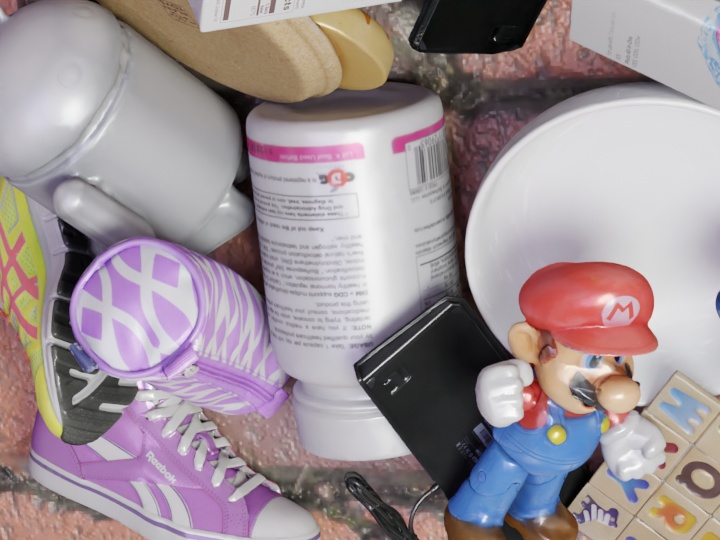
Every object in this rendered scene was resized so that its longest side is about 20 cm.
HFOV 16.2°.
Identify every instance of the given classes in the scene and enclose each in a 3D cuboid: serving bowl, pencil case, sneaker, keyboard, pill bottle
[{"bbox_3d":[0.159,-0.024,1.397,0.200,0.066,0.200,4,125,5],"label":"serving bowl"},{"bbox_3d":[-0.096,0.035,1.443,0.085,0.200,0.084,43,94,16],"label":"pencil case"},{"bbox_3d":[-0.188,0.015,1.533,0.090,0.078,0.200,-25,62,35],"label":"sneaker"},{"bbox_3d":[0.097,-0.203,1.376,0.200,0.104,0.040,-62,42,36],"label":"keyboard"},{"bbox_3d":[-0.109,0.105,1.550,0.200,0.073,0.115,20,108,15],"label":"sneaker"},{"bbox_3d":[0.000,0.000,1.452,0.113,0.113,0.200,0,106,21],"label":"pill bottle"},{"bbox_3d":[0.052,0.111,1.441,0.127,0.021,0.200,-40,127,-5],"label":"keyboard"}]

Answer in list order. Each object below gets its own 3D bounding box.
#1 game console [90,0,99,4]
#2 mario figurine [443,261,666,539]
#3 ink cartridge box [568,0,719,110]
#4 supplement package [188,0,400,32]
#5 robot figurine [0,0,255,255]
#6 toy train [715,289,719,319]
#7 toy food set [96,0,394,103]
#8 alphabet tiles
[{"bbox_3d":[-0.114,-0.230,1.476,0.200,0.031,0.177,20,111,15],"label":"game console"},{"bbox_3d":[0.113,0.085,1.364,0.106,0.123,0.200,24,126,9],"label":"mario figurine"},{"bbox_3d":[0.225,-0.152,1.301,0.200,0.088,0.145,26,71,14],"label":"ink cartridge box"},{"bbox_3d":[-0.038,-0.243,1.205,0.200,0.111,0.156,105,150,-52],"label":"supplement package"},{"bbox_3d":[-0.148,-0.081,1.456,0.113,0.170,0.200,-35,129,24],"label":"robot figurine"},{"bbox_3d":[0.231,0.060,1.386,0.046,0.034,0.200,0,132,26],"label":"toy train"},{"bbox_3d":[-0.088,-0.160,1.392,0.200,0.198,0.049,17,71,49],"label":"toy food set"},{"bbox_3d":[0.199,0.170,1.455,0.167,0.008,0.200,36,128,4],"label":"alphabet tiles"}]
